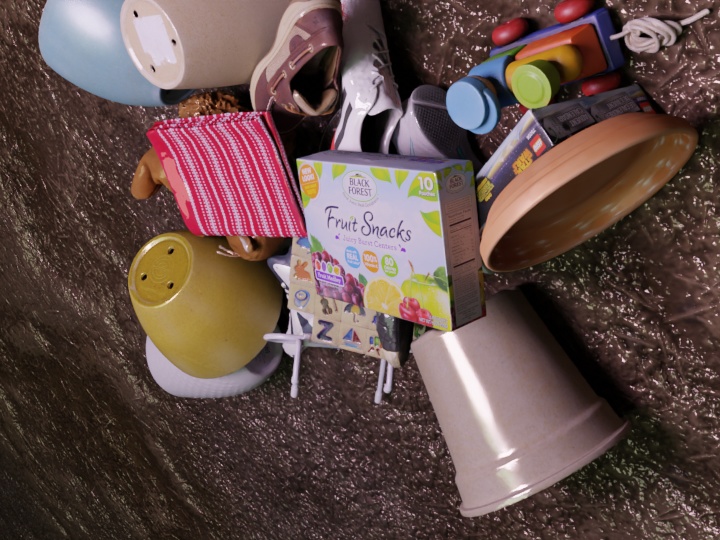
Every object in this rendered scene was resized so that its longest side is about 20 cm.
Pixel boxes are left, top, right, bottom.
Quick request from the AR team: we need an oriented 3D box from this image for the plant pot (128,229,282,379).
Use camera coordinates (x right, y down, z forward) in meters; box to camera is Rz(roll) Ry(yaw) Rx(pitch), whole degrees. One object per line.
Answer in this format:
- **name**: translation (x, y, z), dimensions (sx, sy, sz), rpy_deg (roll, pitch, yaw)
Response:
- **plant pot**: translation (-0.222, 0.026, 1.222), dimensions (0.199, 0.201, 0.142), rpy_deg (24, 170, 33)

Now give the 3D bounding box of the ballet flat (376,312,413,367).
- **ballet flat**: translation (0.021, 0.005, 0.981), dimensions (0.056, 0.066, 0.202), rpy_deg (-7, 101, 18)

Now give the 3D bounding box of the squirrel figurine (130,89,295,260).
- **squirrel figurine**: translation (-0.156, -0.109, 1.126), dimensions (0.187, 0.141, 0.201), rpy_deg (49, 136, 16)

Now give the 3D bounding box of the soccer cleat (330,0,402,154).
- **soccer cleat**: translation (0.009, -0.188, 0.924), dimensions (0.085, 0.068, 0.203), rpy_deg (17, 108, 50)

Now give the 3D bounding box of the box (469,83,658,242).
- **box**: translation (0.156, -0.078, 0.827), dimensions (0.040, 0.136, 0.200), rpy_deg (59, 145, 17)

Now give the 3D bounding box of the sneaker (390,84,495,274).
- **sneaker**: translation (0.093, -0.088, 0.954), dimensions (0.080, 0.070, 0.202), rpy_deg (-22, 94, 59)

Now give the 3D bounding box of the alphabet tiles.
- **alphabet tiles**: translation (0.000, 0.000, 1.026), dimensions (0.165, 0.006, 0.202), rpy_deg (13, 115, 14)

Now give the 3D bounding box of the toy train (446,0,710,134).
- **toy train**: translation (0.169, -0.171, 0.759), dimensions (0.199, 0.115, 0.085), rpy_deg (-7, 114, 49)

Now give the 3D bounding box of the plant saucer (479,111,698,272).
- **plant saucer**: translation (0.183, -0.067, 0.769), dimensions (0.038, 0.199, 0.200), rpy_deg (61, 145, 18)

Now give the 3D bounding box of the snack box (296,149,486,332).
- **snack box**: translation (0.025, -0.034, 0.863), dimensions (0.199, 0.053, 0.144), rpy_deg (12, 114, 50)

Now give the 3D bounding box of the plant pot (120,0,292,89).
- **plant pot**: translation (-0.137, -0.266, 0.942), dimensions (0.186, 0.200, 0.189), rpy_deg (27, 135, 30)

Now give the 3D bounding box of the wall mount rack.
- **wall mount rack**: translation (-0.025, 0.124, 1.170), dimensions (0.197, 0.076, 0.174), rpy_deg (5, 170, -3)

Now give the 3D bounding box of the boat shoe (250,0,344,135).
- **boat shoe**: translation (-0.057, -0.182, 0.908), dimensions (0.200, 0.071, 0.073), rpy_deg (-51, 53, 57)

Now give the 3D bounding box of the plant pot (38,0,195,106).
- **plant pot**: translation (-0.243, -0.267, 1.059), dimensions (0.134, 0.200, 0.201), rpy_deg (40, 141, 9)

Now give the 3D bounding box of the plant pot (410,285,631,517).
- **plant pot**: translation (0.150, 0.126, 0.974), dimensions (0.200, 0.199, 0.185), rpy_deg (-38, 78, 53)

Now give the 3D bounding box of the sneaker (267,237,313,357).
- **sneaker**: translation (-0.076, 0.018, 1.198), dimensions (0.130, 0.079, 0.199), rpy_deg (49, 142, 8)

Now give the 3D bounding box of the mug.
- **mug**: translation (-0.203, 0.085, 1.351), dimensions (0.174, 0.147, 0.203), rpy_deg (-6, 84, 42)

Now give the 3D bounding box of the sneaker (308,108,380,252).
- **sneaker**: translation (-0.003, -0.110, 1.043), dimensions (0.073, 0.084, 0.201), rpy_deg (46, 124, 35)

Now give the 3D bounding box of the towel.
- **towel**: translation (-0.147, -0.101, 1.018), dimensions (0.199, 0.022, 0.146), rpy_deg (3, 122, 42)
